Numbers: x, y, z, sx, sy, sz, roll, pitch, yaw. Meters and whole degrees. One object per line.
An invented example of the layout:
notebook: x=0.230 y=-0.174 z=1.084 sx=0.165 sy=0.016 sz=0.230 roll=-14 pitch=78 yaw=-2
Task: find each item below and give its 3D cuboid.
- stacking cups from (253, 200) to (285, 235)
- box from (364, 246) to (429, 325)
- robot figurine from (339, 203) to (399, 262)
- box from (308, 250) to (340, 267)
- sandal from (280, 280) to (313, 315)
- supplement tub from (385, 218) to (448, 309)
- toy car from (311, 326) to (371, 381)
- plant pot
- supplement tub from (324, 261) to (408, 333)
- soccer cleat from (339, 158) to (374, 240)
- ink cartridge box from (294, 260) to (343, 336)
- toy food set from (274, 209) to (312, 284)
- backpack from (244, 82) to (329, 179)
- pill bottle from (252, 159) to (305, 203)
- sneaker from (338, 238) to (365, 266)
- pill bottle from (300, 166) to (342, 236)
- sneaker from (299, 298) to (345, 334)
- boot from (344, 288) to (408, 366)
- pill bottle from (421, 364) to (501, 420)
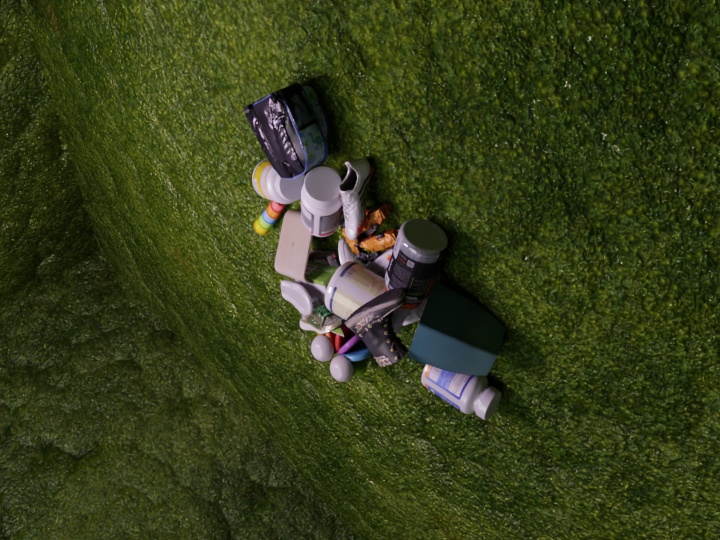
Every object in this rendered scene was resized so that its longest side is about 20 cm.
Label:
stacking cups: x=-0.283 y=-0.183 z=1.849 sx=0.061 sy=0.060 sz=0.200 roll=51 pitch=145 yaw=2
box: x=0.111 y=0.042 z=1.557 sx=0.202 sy=0.041 sz=0.155 roll=55 pitch=148 yaw=-4
robot figurine: x=0.026 y=-0.100 z=1.515 sx=0.198 sy=0.058 sz=0.147 roll=-14 pitch=109 yaw=56
box: x=-0.124 y=0.006 z=1.832 sx=0.197 sy=0.040 sz=0.139 roll=5 pitch=126 yaw=51
sandal: x=-0.182 y=0.068 z=1.745 sx=0.201 sy=0.049 sz=0.085 roll=30 pitch=127 yaw=53
supplement tub: x=0.127 y=-0.010 z=1.386 sx=0.122 sy=0.122 sz=0.203 roll=38 pitch=137 yaw=21
toy car: x=-0.044 y=0.237 z=1.852 sx=0.200 sy=0.174 sz=0.151 roll=44 pitch=123 yaw=14
plant pot: x=0.234 y=0.158 z=1.398 sx=0.196 sy=0.143 sz=0.143 roll=23 pitch=140 yaw=9
supplement tub: x=0.020 y=0.081 z=1.530 sx=0.197 sy=0.145 sz=0.147 roll=29 pitch=143 yaw=20
soccer cleat: x=-0.021 y=-0.172 z=1.418 sx=0.068 sy=0.084 sz=0.205 roll=31 pitch=118 yaw=40
ink cartridge box: x=-0.106 y=0.085 z=1.779 sx=0.146 sy=0.076 sz=0.204 roll=14 pitch=134 yaw=44
toy food set: x=-0.177 y=-0.073 z=1.729 sx=0.142 sy=0.060 sz=0.206 roll=17 pitch=97 yaw=43
backpack: x=-0.163 y=-0.344 z=1.439 sx=0.181 sy=0.146 sz=0.204 roll=-2 pitch=117 yaw=52
pill bottle: x=-0.219 y=-0.245 z=1.604 sx=0.199 sy=0.111 sz=0.115 roll=25 pitch=142 yaw=60
sneaker: x=0.000 y=0.000 z=1.649 sx=0.086 sy=0.075 sz=0.205 roll=-17 pitch=92 yaw=19
pill bottle: x=-0.099 y=-0.178 z=1.509 sx=0.114 sy=0.114 sz=0.201 roll=45 pitch=162 yaw=10
sneaker: x=-0.119 y=0.131 z=1.714 sx=0.197 sy=0.076 sz=0.091 roll=1 pitch=107 yaw=45
boot: x=0.066 y=0.140 z=1.396 sx=0.198 sy=0.073 sz=0.152 roll=-31 pitch=98 yaw=38
pill bottle: x=0.268 y=0.305 z=1.541 sx=0.198 sy=0.112 sz=0.114 roll=30 pitch=142 yaw=32
